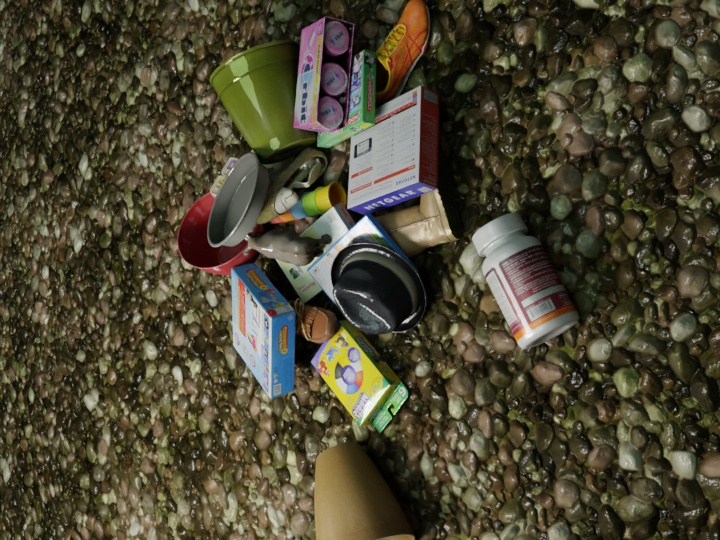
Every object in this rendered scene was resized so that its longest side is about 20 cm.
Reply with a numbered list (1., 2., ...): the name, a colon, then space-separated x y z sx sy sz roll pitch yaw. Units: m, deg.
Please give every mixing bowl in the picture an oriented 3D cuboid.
1. mixing bowl: -0.282 -0.067 1.683 0.196 0.109 0.204 -11 57 17

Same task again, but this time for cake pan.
1. cake pan: -0.243 -0.136 1.555 0.199 0.036 0.204 -38 40 40

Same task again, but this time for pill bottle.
1. pill bottle: 0.266 0.015 1.276 0.109 0.109 0.203 -35 70 32

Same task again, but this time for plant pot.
1. plant pot: -0.179 -0.329 1.586 0.198 0.199 0.196 -24 88 35
2. plant pot: -0.015 0.438 1.472 0.186 0.184 0.203 -40 55 31

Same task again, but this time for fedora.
1. fedora: 0.020 0.050 1.433 0.197 0.092 0.204 13 124 20

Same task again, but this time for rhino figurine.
1. rhino figurine: -0.161 -0.052 1.531 0.197 0.087 0.061 11 113 29

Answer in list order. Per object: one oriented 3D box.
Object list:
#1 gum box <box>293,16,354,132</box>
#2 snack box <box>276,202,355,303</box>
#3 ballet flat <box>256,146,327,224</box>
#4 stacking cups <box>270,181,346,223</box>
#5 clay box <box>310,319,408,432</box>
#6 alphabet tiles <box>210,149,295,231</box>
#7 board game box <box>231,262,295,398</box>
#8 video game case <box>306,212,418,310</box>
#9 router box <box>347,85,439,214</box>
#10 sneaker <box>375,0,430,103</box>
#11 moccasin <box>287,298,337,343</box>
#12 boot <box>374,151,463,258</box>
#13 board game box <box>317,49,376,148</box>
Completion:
1. gum box: -0.071 -0.362 1.481 0.113 0.065 0.205 9 94 63
2. snack box: -0.077 -0.032 1.562 0.199 0.037 0.117 -36 87 36
3. ballet flat: -0.135 -0.168 1.563 0.070 0.071 0.201 24 65 34
4. stacking cups: -0.121 -0.134 1.607 0.197 0.060 0.062 -9 85 37
5. clay box: -0.003 0.208 1.526 0.200 0.047 0.116 48 118 29
6. alphabet tiles: -0.227 -0.178 1.651 0.197 0.015 0.198 19 70 31
7. board game box: -0.202 0.121 1.605 0.196 0.055 0.204 44 139 45
8. video game case: 0.000 0.000 1.490 0.144 0.018 0.199 49 129 -2
9. router box: 0.057 -0.215 1.426 0.198 0.048 0.184 -14 68 49
10. sneaker: 0.070 -0.406 1.448 0.073 0.076 0.203 33 108 34
11. moccasin: -0.117 0.095 1.568 0.200 0.077 0.075 22 94 52
12. boot: 0.082 -0.109 1.448 0.197 0.065 0.179 -17 80 38
13. board game box: -0.030 -0.325 1.499 0.199 0.029 0.138 -9 80 62
